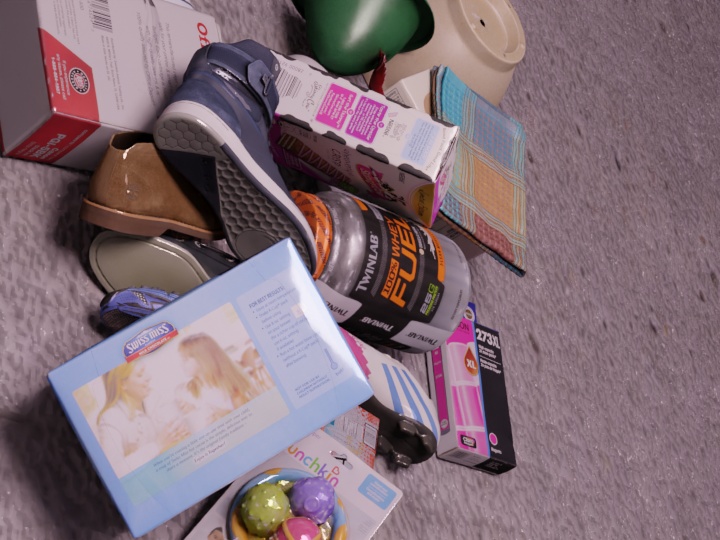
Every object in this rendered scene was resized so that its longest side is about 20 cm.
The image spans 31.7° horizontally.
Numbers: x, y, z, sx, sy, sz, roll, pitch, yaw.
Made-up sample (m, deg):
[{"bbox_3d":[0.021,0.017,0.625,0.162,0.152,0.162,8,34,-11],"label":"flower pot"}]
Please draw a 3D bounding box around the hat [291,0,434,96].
[{"bbox_3d":[-0.019,-0.206,1.311,0.200,0.163,0.178,79,25,-70],"label":"hat"}]

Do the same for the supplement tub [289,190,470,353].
[{"bbox_3d":[0.000,0.000,1.200,0.198,0.122,0.124,19,53,-41],"label":"supplement tub"}]

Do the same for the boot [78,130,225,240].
[{"bbox_3d":[-0.154,-0.070,1.061,0.199,0.073,0.077,1,106,-67],"label":"boot"}]

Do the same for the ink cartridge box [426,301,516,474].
[{"bbox_3d":[0.111,0.107,1.333,0.094,0.037,0.202,22,50,-40],"label":"ink cartridge box"}]

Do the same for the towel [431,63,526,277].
[{"bbox_3d":[0.127,-0.108,1.331,0.146,0.022,0.202,32,44,-33],"label":"towel"}]

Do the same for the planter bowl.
[{"bbox_3d":[0.107,-0.262,1.482,0.199,0.134,0.203,27,49,-36],"label":"planter bowl"}]

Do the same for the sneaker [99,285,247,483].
[{"bbox_3d":[-0.136,0.092,1.028,0.200,0.075,0.079,46,43,-16],"label":"sneaker"}]

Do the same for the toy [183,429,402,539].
[{"bbox_3d":[-0.064,0.204,0.977,0.115,0.047,0.200,35,61,11],"label":"toy"}]

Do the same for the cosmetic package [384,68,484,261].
[{"bbox_3d":[0.074,-0.102,1.367,0.071,0.105,0.202,-30,92,-53],"label":"cosmetic package"}]

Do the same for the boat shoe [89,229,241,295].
[{"bbox_3d":[-0.139,0.009,1.082,0.197,0.075,0.066,22,24,-21],"label":"boat shoe"}]

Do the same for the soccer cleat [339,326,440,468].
[{"bbox_3d":[0.001,0.102,1.191,0.200,0.069,0.087,46,27,-25],"label":"soccer cleat"}]

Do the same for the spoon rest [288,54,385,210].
[{"bbox_3d":[-0.031,-0.136,1.303,0.099,0.060,0.202,-31,91,-52],"label":"spoon rest"}]

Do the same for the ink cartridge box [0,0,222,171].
[{"bbox_3d":[-0.211,-0.162,1.093,0.198,0.082,0.149,9,61,-46],"label":"ink cartridge box"}]

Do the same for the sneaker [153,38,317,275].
[{"bbox_3d":[-0.086,-0.099,1.076,0.203,0.076,0.147,57,30,-34],"label":"sneaker"}]

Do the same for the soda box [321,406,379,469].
[{"bbox_3d":[-0.037,0.206,1.069,0.063,0.068,0.202,33,45,-27],"label":"soda box"}]

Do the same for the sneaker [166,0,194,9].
[{"bbox_3d":[-0.232,-0.258,1.152,0.199,0.073,0.072,15,46,-54],"label":"sneaker"}]

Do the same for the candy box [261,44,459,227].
[{"bbox_3d":[-0.011,-0.121,1.183,0.198,0.137,0.062,23,76,8],"label":"candy box"}]

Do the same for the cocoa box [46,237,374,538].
[{"bbox_3d":[-0.111,0.084,0.933,0.198,0.131,0.135,-30,90,-11],"label":"cocoa box"}]
